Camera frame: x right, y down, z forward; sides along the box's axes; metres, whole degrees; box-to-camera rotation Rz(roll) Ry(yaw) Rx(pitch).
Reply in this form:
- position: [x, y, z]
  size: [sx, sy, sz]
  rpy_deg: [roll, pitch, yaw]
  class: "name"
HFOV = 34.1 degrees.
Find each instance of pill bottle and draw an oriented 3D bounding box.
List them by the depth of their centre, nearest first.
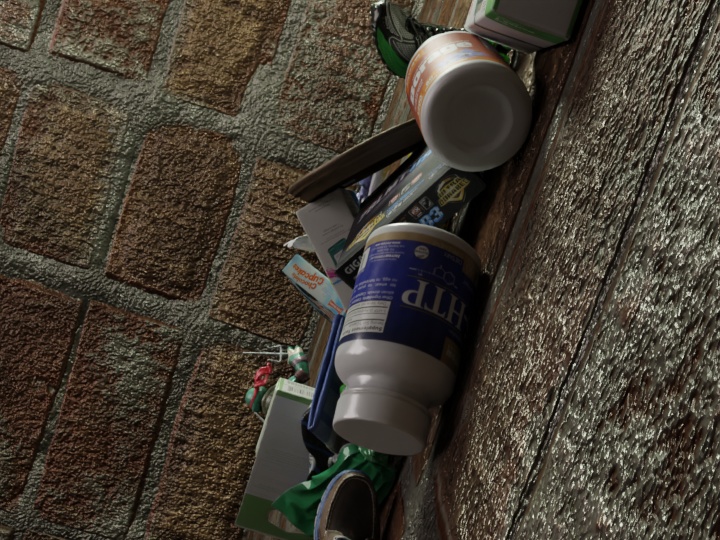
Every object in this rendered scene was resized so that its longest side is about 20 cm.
- position: [0.041, 0.068, 1.128]
  size: [0.120, 0.119, 0.201]
  rpy_deg: [118, 168, -65]
  class: "pill bottle"
- position: [0.105, -0.185, 1.221]
  size: [0.200, 0.111, 0.113]
  rpy_deg: [-103, 30, -66]
  class: "pill bottle"

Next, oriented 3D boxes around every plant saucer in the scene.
- position: [0.004, -0.134, 1.453]
  size: [0.199, 0.030, 0.200]
  rpy_deg: [-28, 1, 1]
  class: "plant saucer"

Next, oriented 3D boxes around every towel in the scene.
- position: [-0.008, 0.153, 1.386]
  size: [0.200, 0.024, 0.148]
  rpy_deg: [52, -133, -57]
  class: "towel"

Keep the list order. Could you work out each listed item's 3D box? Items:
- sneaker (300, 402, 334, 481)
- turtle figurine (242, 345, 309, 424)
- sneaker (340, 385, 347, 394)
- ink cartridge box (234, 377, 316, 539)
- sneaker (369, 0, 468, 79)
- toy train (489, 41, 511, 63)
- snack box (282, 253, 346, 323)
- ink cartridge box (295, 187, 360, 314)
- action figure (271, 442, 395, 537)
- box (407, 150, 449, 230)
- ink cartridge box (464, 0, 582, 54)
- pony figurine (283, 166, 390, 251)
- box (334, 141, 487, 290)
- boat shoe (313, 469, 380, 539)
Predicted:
- position: [-0.029, 0.231, 1.475]
  size: [0.077, 0.075, 0.201]
  rpy_deg: [-70, -17, -56]
  class: "sneaker"
- position: [-0.084, 0.189, 1.600]
  size: [0.101, 0.199, 0.151]
  rpy_deg: [-53, -20, -81]
  class: "turtle figurine"
- position: [0.026, 0.069, 1.296]
  size: [0.078, 0.085, 0.201]
  rpy_deg: [69, -150, -51]
  class: "sneaker"
- position: [-0.070, 0.258, 1.541]
  size: [0.048, 0.145, 0.201]
  rpy_deg: [-89, 18, -74]
  class: "ink cartridge box"
- position: [0.086, -0.260, 1.345]
  size: [0.085, 0.199, 0.079]
  rpy_deg: [-24, 58, 37]
  class: "sneaker"
- position: [0.151, -0.257, 1.422]
  size: [0.200, 0.056, 0.042]
  rpy_deg: [114, 175, -55]
  class: "toy train"
- position: [-0.038, 0.051, 1.727]
  size: [0.037, 0.116, 0.200]
  rpy_deg: [-50, -21, -7]
  class: "snack box"
- position: [0.000, 0.000, 1.491]
  size: [0.067, 0.201, 0.116]
  rpy_deg: [-27, -2, 9]
  class: "ink cartridge box"
- position: [-0.013, 0.244, 1.326]
  size: [0.200, 0.118, 0.055]
  rpy_deg: [-56, 4, 44]
  class: "action figure"
- position: [0.089, -0.115, 1.525]
  size: [0.064, 0.070, 0.201]
  rpy_deg: [122, 165, -67]
  class: "box"
- position: [0.173, -0.301, 1.161]
  size: [0.200, 0.084, 0.147]
  rpy_deg: [-117, 46, -83]
  class: "ink cartridge box"
- position: [0.012, -0.057, 1.697]
  size: [0.166, 0.193, 0.201]
  rpy_deg: [11, 83, 44]
  class: "pony figurine"
- position: [0.064, -0.086, 1.344]
  size: [0.200, 0.050, 0.199]
  rpy_deg: [-42, 15, 25]
  class: "box"
- position: [-0.011, 0.306, 1.211]
  size: [0.072, 0.072, 0.201]
  rpy_deg: [138, 140, -71]
  class: "boat shoe"
